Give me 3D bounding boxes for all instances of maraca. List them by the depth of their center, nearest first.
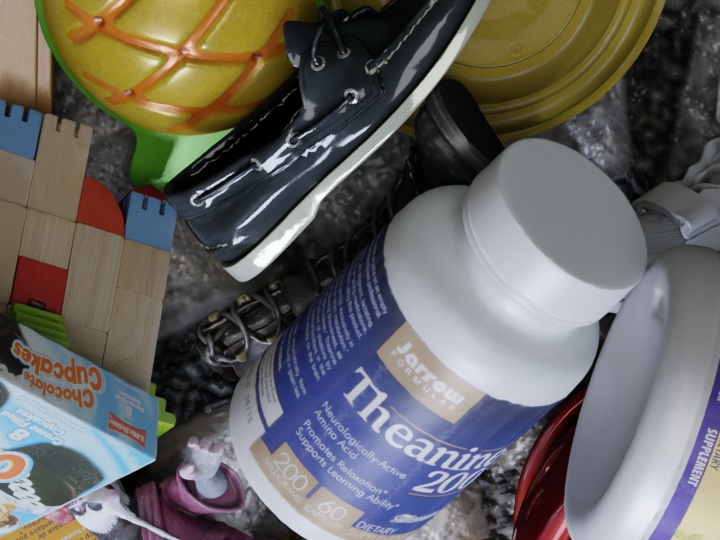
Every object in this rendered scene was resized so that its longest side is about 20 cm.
[{"bbox_3d":[-0.079,-0.113,1.424,0.136,0.107,0.201,-14,126,10],"label":"maraca"}]

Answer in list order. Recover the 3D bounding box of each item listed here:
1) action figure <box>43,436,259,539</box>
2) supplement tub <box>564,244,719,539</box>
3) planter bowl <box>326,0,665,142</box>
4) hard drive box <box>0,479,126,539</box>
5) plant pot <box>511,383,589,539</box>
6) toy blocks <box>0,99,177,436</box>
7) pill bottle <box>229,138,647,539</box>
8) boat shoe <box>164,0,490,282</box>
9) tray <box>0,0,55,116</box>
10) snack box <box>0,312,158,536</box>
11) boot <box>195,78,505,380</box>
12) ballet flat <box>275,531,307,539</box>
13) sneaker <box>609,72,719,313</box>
[{"bbox_3d":[-0.062,0.146,1.435,0.200,0.149,0.134,35,102,5],"label":"action figure"},{"bbox_3d":[0.202,0.084,1.285,0.199,0.145,0.146,18,104,-7],"label":"supplement tub"},{"bbox_3d":[0.058,-0.150,1.429,0.199,0.083,0.201,-1,105,-2],"label":"planter bowl"},{"bbox_3d":[-0.160,0.208,1.498,0.155,0.077,0.201,-29,107,-14],"label":"hard drive box"},{"bbox_3d":[0.166,0.141,1.463,0.199,0.183,0.201,-1,106,-3],"label":"plant pot"},{"bbox_3d":[-0.168,-0.016,1.416,0.199,0.100,0.137,18,65,-21],"label":"toy blocks"},{"bbox_3d":[0.037,0.033,1.340,0.111,0.111,0.200,36,127,-11],"label":"pill bottle"},{"bbox_3d":[-0.017,-0.085,1.369,0.066,0.075,0.199,37,115,-15],"label":"boat shoe"},{"bbox_3d":[-0.196,-0.174,1.434,0.098,0.037,0.201,1,104,-3],"label":"tray"},{"bbox_3d":[-0.202,0.054,1.350,0.116,0.037,0.200,-27,137,36],"label":"snack box"},{"bbox_3d":[0.000,0.000,1.426,0.174,0.200,0.069,-29,66,0],"label":"boot"},{"bbox_3d":[0.003,0.224,1.544,0.072,0.068,0.200,-33,105,27],"label":"ballet flat"},{"bbox_3d":[0.171,-0.040,1.451,0.199,0.075,0.116,-4,101,-30],"label":"sneaker"}]
